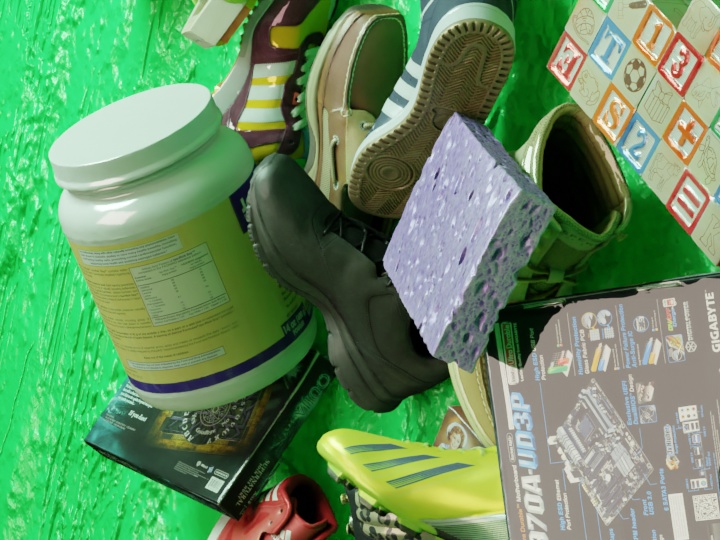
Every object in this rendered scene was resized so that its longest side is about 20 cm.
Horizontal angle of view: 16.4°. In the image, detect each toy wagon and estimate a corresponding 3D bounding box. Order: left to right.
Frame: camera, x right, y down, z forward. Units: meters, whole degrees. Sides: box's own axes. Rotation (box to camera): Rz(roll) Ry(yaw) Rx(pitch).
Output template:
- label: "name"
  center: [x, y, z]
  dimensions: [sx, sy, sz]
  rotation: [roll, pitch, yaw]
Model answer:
- label: "toy wagon"
  center: [-0.066, -0.251, 1.800]
  dimensions: [0.200, 0.040, 0.155]
  rotation: [-58, 10, -3]

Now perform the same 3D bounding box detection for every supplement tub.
- label: "supplement tub"
  center: [-0.128, -0.017, 1.771]
  dimensions: [0.145, 0.145, 0.200]
  rotation: [15, 132, 54]

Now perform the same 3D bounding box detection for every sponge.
- label: "sponge"
  center: [0.061, -0.021, 1.511]
  dimensions: [0.112, 0.030, 0.200]
  rotation: [-64, 14, 12]

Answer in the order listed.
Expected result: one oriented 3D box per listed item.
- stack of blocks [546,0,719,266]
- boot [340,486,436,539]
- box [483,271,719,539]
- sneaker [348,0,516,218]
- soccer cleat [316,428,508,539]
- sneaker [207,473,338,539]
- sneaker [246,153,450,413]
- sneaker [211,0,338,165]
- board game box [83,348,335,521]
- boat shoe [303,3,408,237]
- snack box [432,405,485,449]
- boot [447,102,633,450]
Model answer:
- label: "stack of blocks"
  center: [0.201, -0.108, 1.456]
  dimensions: [0.200, 0.059, 0.115]
  rotation: [54, 131, 40]
- label: "boot"
  center: [0.007, 0.211, 1.686]
  dimensions: [0.203, 0.073, 0.154]
  rotation: [2, 104, 48]
- label: "box"
  center: [0.160, 0.109, 1.451]
  dimensions: [0.159, 0.046, 0.200]
  rotation: [-10, 86, 26]
- label: "sneaker"
  center: [0.050, -0.128, 1.643]
  dimensions: [0.200, 0.070, 0.109]
  rotation: [121, 160, -45]
- label: "soccer cleat"
  center: [0.067, 0.137, 1.558]
  dimensions: [0.200, 0.065, 0.084]
  rotation: [25, 86, 23]
- label: "sneaker"
  center: [-0.084, 0.218, 1.758]
  dimensions: [0.116, 0.078, 0.200]
  rotation: [-47, 16, 46]
- label: "sneaker"
  center: [0.000, 0.000, 1.679]
  dimensions: [0.091, 0.076, 0.200]
  rotation: [-21, 113, 36]
- label: "sneaker"
  center: [-0.050, -0.131, 1.811]
  dimensions: [0.090, 0.075, 0.200]
  rotation: [43, 123, 20]
- label: "board game box"
  center: [-0.114, 0.101, 1.863]
  dimensions: [0.200, 0.028, 0.135]
  rotation: [18, 70, 53]
- label: "boat shoe"
  center: [0.006, -0.084, 1.727]
  dimensions: [0.074, 0.076, 0.200]
  rotation: [36, 126, 43]
- label: "snack box"
  center: [0.105, 0.174, 1.613]
  dimensions: [0.200, 0.024, 0.072]
  rotation: [49, 128, 43]
- label: "boot"
  center: [0.113, 0.010, 1.544]
  dimensions: [0.155, 0.073, 0.200]
  rotation: [143, 127, -64]
